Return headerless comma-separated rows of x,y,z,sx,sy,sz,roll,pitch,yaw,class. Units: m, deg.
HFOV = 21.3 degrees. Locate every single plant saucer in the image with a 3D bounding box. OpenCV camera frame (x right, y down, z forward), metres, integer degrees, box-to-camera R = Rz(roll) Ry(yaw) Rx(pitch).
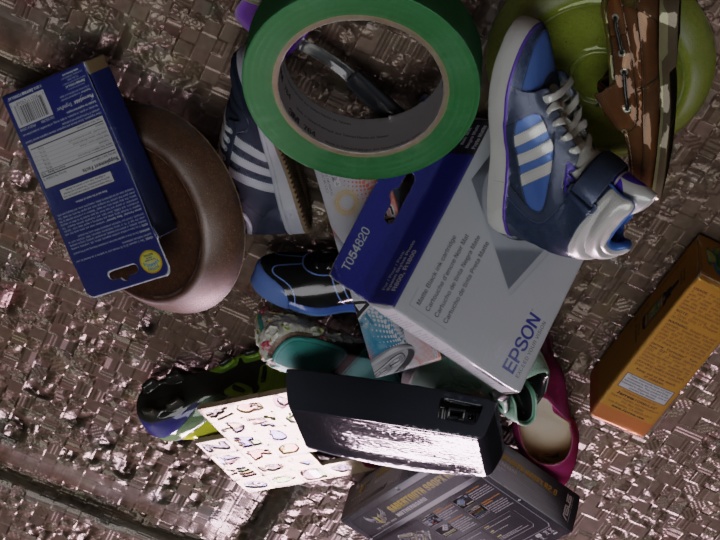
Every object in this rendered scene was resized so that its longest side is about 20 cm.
-0.191,-0.050,1.733,0.199,0.034,0.202,15,117,32,plant saucer
0.206,-0.173,1.646,0.198,0.031,0.201,4,128,6,plant saucer

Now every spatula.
-0.021,-0.176,1.659,0.200,0.021,0.057,38,117,-9,spatula

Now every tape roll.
0.002,-0.166,1.589,0.199,0.048,0.201,3,133,3,tape roll

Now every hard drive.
0.032,0.145,1.786,0.198,0.043,0.135,8,155,12,hard drive

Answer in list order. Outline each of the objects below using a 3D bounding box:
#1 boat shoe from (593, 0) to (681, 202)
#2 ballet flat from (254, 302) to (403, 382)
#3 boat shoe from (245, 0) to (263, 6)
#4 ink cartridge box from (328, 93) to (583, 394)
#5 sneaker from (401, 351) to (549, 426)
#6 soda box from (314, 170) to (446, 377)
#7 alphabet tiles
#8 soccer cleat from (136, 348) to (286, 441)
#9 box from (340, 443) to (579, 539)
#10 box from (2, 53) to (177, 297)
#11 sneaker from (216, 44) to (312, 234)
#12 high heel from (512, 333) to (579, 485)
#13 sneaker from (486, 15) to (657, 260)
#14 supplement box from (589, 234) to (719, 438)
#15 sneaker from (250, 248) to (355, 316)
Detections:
0.231,-0.153,1.601,0.067,0.072,0.201,4,119,10,boat shoe
-0.030,0.077,1.842,0.076,0.064,0.200,-45,139,12,ballet flat
-0.044,-0.261,1.589,0.199,0.069,0.075,15,132,-5,boat shoe
0.099,-0.026,1.681,0.199,0.201,0.041,33,162,-17,ink cartridge box
0.107,0.113,1.796,0.073,0.119,0.201,-13,152,-31,sneaker
0.022,-0.011,1.715,0.068,0.064,0.201,-16,90,17,soda box
-0.078,0.169,1.916,0.166,0.008,0.200,-12,147,17,alphabet tiles
-0.126,0.129,1.914,0.199,0.065,0.084,-11,144,14,soccer cleat
0.099,0.242,1.943,0.158,0.049,0.200,35,137,-17,box
-0.237,-0.081,1.711,0.121,0.032,0.201,-15,100,41,box
-0.115,-0.108,1.717,0.108,0.070,0.201,-7,129,11,sneaker
0.181,0.159,1.861,0.067,0.096,0.201,0,127,5,high heel
0.184,-0.105,1.594,0.146,0.081,0.201,15,118,24,sneaker
0.290,0.064,1.793,0.068,0.067,0.201,23,128,-10,supplement box
0.000,0.000,1.788,0.198,0.070,0.078,9,127,-8,sneaker
